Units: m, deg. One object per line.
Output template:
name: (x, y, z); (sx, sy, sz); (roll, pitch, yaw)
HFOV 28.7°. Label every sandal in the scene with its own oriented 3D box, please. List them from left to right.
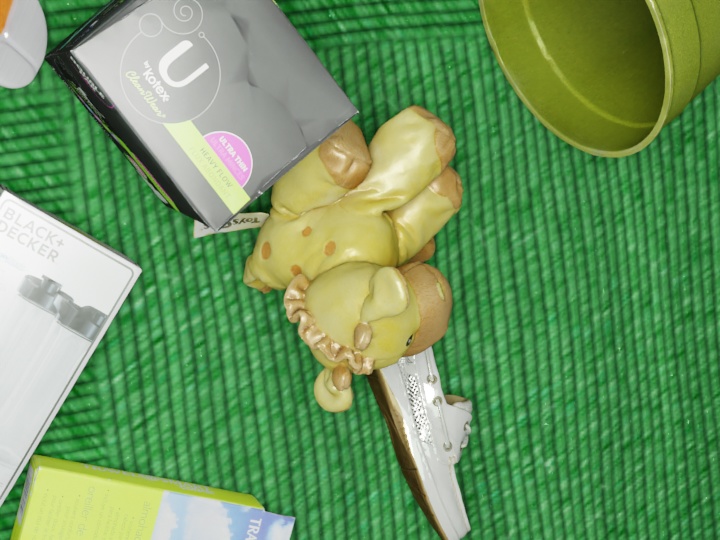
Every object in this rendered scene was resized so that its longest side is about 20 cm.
sandal: (-0.305, -0.201, 0.959); (0.207, 0.059, 0.079); (38, 59, -28)

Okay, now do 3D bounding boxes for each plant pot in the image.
plant pot: (0.226, -0.217, 1.070); (0.193, 0.200, 0.201); (-31, 105, -24)

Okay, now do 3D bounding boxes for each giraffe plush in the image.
giraffe plush: (0.000, 0.000, 0.996); (0.200, 0.162, 0.173); (-20, 141, -9)

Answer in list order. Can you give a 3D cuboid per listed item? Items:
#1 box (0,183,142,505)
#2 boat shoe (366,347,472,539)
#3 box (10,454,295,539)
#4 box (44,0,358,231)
box: (-0.258, 0.052, 1.006); (0.117, 0.060, 0.200); (33, 86, -19)
boat shoe: (0.058, 0.120, 1.108); (0.069, 0.071, 0.200); (-22, 102, -12)
box: (-0.162, 0.217, 1.063); (0.200, 0.048, 0.122); (14, 93, -19)
box: (-0.115, -0.127, 0.954); (0.124, 0.200, 0.149); (-41, 107, -9)
